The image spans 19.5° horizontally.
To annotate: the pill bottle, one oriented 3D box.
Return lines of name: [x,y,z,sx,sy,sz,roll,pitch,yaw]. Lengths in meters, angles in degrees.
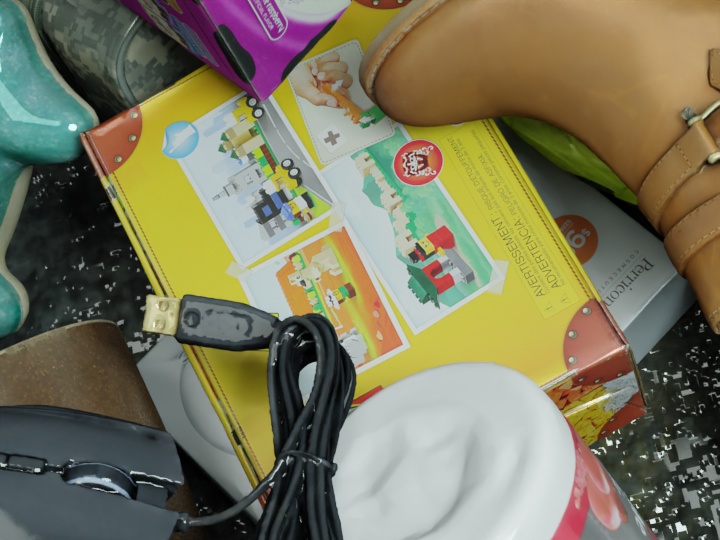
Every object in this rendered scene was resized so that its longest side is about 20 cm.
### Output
pill bottle: [0.067,0.134,0.746,0.111,0.200,0.111,-25,37,20]

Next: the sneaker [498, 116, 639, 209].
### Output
sneaker: [0.092,-0.092,0.872,0.084,0.074,0.200,-53,42,14]

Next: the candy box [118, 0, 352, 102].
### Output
candy box: [-0.107,-0.164,0.800,0.200,0.136,0.061,36,80,26]

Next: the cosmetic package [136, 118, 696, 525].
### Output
cosmetic package: [0.020,0.031,0.890,0.151,0.052,0.200,41,83,22]

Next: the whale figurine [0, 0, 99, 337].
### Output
whale figurine: [-0.202,-0.035,0.902,0.200,0.104,0.159,-32,90,36]

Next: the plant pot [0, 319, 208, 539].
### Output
plant pot: [-0.123,0.154,0.820,0.187,0.187,0.200,-33,81,0]

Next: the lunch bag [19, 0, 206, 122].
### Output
lunch bag: [-0.082,-0.159,0.949,0.168,0.139,0.200,36,83,34]

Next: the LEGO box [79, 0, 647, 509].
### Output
LEGO box: [0.000,0.000,0.836,0.149,0.077,0.200,-29,65,1]

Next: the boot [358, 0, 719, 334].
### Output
boot: [0.106,-0.044,0.749,0.200,0.077,0.155,-13,66,4]

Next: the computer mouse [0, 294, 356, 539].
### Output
computer mouse: [-0.098,0.054,0.711,0.200,0.046,0.140,0,47,13]
